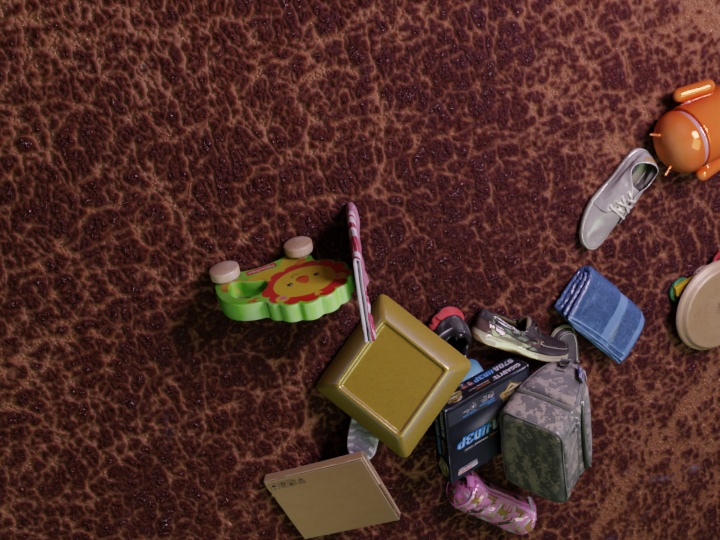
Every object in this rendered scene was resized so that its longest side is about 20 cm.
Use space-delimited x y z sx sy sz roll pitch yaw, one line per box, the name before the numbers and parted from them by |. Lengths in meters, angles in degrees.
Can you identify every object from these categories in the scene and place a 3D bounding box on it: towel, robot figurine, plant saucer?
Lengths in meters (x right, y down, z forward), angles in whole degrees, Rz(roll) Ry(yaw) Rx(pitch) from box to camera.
towel | 0.459 0.084 1.593 0.199 0.048 0.113 35 86 -29
towel | 0.000 0.000 1.294 0.022 0.201 0.147 -9 117 0
robot figurine | 0.598 -0.248 1.479 0.197 0.117 0.145 -29 147 -9
plant saucer | 0.053 0.177 1.407 0.199 0.048 0.202 36 92 6

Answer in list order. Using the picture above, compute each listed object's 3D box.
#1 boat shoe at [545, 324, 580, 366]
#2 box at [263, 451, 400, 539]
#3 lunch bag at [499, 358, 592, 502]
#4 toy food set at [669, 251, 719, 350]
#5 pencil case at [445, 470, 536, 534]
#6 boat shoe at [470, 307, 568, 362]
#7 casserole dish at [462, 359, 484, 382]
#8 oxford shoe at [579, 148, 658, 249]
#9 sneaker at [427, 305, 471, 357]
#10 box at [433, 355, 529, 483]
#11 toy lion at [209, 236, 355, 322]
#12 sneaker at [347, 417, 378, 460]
boat shoe | 0.393 0.205 1.612 0.070 0.066 0.205 -6 113 -16
box | -0.049 0.400 1.486 0.196 0.021 0.165 -18 121 20
lunch bag | 0.343 0.279 1.504 0.168 0.137 0.203 -44 134 -38
toy food set | 0.709 0.063 1.692 0.197 0.049 0.201 -25 118 -10
pencil case | 0.257 0.452 1.652 0.198 0.083 0.087 29 100 -28
boat shoe | 0.296 0.116 1.526 0.196 0.073 0.066 13 106 -19
casserole dish | 0.202 0.257 1.556 0.120 0.039 0.203 -35 125 -20
oxford shoe | 0.460 -0.125 1.508 0.074 0.058 0.202 28 101 -31
sneaker | 0.132 0.166 1.474 0.070 0.098 0.203 22 103 -30
box | 0.219 0.265 1.517 0.197 0.046 0.162 -23 121 -27
toy lion | -0.113 0.027 1.261 0.196 0.192 0.070 -18 118 -13
sneaker | 0.017 0.223 1.474 0.073 0.082 0.204 16 90 5
